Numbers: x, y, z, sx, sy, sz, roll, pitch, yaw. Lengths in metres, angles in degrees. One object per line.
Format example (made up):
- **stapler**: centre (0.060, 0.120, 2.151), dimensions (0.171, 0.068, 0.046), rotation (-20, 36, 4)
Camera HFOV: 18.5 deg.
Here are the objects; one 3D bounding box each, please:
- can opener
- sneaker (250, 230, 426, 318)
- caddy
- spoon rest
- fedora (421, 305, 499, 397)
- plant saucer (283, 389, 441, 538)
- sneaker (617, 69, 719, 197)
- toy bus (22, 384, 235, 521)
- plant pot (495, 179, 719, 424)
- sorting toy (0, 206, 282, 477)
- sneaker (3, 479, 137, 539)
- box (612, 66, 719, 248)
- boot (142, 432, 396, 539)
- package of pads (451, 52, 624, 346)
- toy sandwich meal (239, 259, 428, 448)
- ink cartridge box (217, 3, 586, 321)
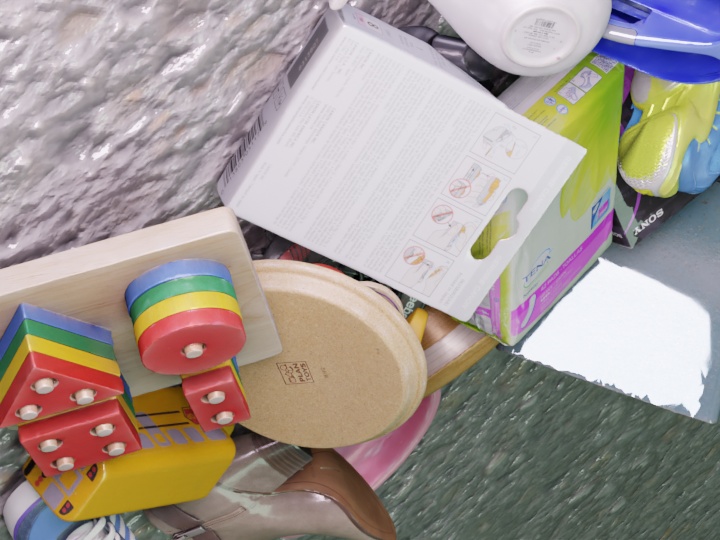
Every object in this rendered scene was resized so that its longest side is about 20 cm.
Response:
- **can opener**: centre (0.061, -0.130, 1.596), dimensions (0.200, 0.079, 0.063), rotation (29, 80, -74)
- **sneaker**: centre (0.000, 0.000, 1.671), dimensions (0.200, 0.098, 0.071), rotation (-7, 139, -51)
- **caddy**: centre (0.184, -0.203, 1.523), dimensions (0.105, 0.200, 0.141), rotation (-60, 164, -23)
- **spoon rest**: centre (0.073, -0.183, 1.459), dimensions (0.200, 0.061, 0.099), rotation (12, 129, -23)
- **fedora**: centre (0.058, 0.034, 1.801), dimensions (0.200, 0.082, 0.201), rotation (-37, -172, 6)
- **plant saucer**: centre (-0.018, 0.149, 1.948), dimensions (0.200, 0.051, 0.201), rotation (-36, 156, -19)
- **sneaker**: centre (0.266, -0.150, 1.724), dimensions (0.105, 0.076, 0.200), rotation (15, 96, -45)
- **toy bus**: centre (-0.162, 0.133, 1.650), dimensions (0.065, 0.078, 0.200), rotation (-54, 155, 21)
- **plant pot**: centre (0.244, 0.003, 1.928), dimensions (0.196, 0.196, 0.200), rotation (-2, 110, -84)
- **sorting toy**: centre (-0.156, 0.057, 1.445), dimensions (0.200, 0.070, 0.199), rotation (-16, 154, 0)
- **sneaker**: centre (-0.188, 0.234, 1.688), dimensions (0.081, 0.146, 0.200), rotation (-40, 157, -11)
- **box**: centre (0.224, -0.137, 1.759), dimensions (0.143, 0.036, 0.200), rotation (-37, 122, -17)
- **boot**: centre (-0.080, 0.202, 1.838), dimensions (0.146, 0.070, 0.200), rotation (-32, 128, 14)
- **package of pads**: centre (0.129, -0.056, 1.670), dimensions (0.154, 0.068, 0.200), rotation (-42, 147, -32)
- **toy sandwich meal**: centre (-0.041, 0.053, 1.603), dimensions (0.205, 0.205, 0.070), rotation (110, -1, -45)
- **ink cartridge box**: centre (0.027, -0.072, 1.515), dimensions (0.200, 0.057, 0.163), rotation (23, 116, -24)
